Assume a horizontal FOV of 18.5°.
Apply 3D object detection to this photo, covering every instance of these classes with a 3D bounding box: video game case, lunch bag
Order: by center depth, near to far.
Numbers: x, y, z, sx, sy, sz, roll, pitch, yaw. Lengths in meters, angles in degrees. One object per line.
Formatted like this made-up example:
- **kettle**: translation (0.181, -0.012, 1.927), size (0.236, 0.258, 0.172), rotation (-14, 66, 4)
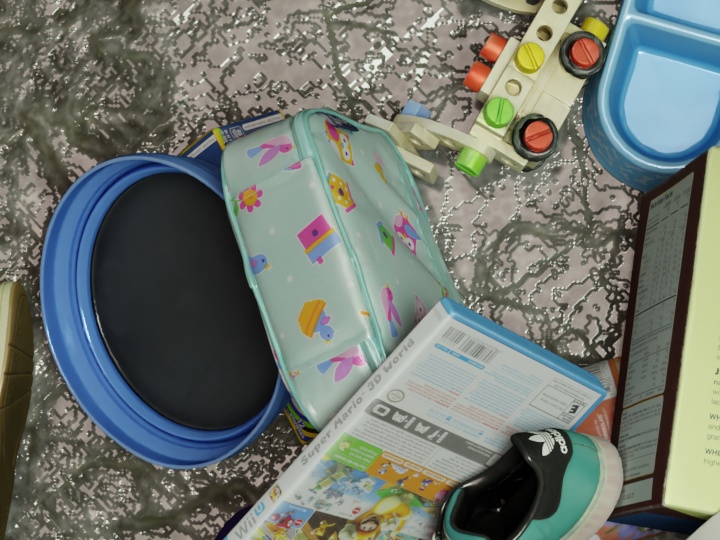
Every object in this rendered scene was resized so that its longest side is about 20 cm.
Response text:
- **video game case**: translation (0.031, 0.114, 1.267), size (0.200, 0.143, 0.018), rotation (-49, 44, 16)
- **lunch bag**: translation (0.000, 0.000, 1.326), size (0.077, 0.160, 0.201), rotation (-25, 74, 24)

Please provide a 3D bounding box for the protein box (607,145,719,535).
- **protein box**: translation (0.259, 0.056, 1.266), size (0.197, 0.135, 0.201), rotation (10, 80, -7)

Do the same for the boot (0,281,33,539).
- **boot**: translation (-0.299, 0.096, 1.447), size (0.154, 0.072, 0.201), rotation (10, 88, 9)

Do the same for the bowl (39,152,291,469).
- **bowl**: translation (-0.117, 0.024, 1.399), size (0.200, 0.039, 0.202), rotation (10, 108, 34)

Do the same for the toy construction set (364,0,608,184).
- **toy construction set**: translation (0.080, -0.136, 1.403), size (0.131, 0.092, 0.201), rotation (30, 93, -1)

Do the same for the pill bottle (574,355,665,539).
- **pill bottle**: translation (0.099, 0.132, 1.377), size (0.199, 0.112, 0.113), rotation (-18, 85, 6)

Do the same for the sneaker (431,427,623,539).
- **sneaker**: translation (0.064, 0.168, 1.270), size (0.200, 0.080, 0.071), rotation (-57, 42, 17)

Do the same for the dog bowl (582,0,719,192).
- **dog bowl**: translation (0.210, -0.148, 1.412), size (0.111, 0.050, 0.201), rotation (17, 88, 7)

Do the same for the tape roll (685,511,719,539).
- **tape roll**: translation (0.255, 0.199, 1.196), size (0.202, 0.037, 0.204), rotation (-1, 122, -1)

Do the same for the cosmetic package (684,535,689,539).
- **cosmetic package**: translation (0.308, 0.202, 1.365), size (0.200, 0.081, 0.113), rotation (44, 90, 8)

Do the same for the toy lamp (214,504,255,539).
- **toy lamp**: translation (-0.008, 0.213, 1.363), size (0.058, 0.058, 0.200), rotation (-45, 125, 2)

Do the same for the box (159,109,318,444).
- **box**: translation (-0.044, 0.002, 1.411), size (0.064, 0.070, 0.201), rotation (-34, 81, 41)
